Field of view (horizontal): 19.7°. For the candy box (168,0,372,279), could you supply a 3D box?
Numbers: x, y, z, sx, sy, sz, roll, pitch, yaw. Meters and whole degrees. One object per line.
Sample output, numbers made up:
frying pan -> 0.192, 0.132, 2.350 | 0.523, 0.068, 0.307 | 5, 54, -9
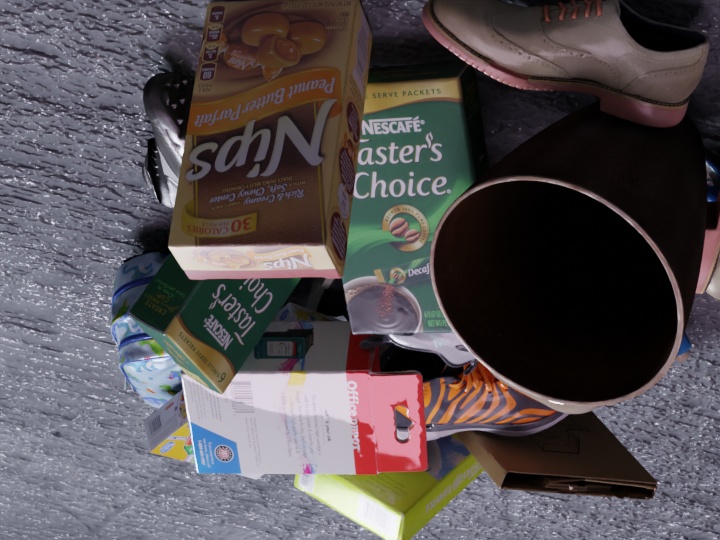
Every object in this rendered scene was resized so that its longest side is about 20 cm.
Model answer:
candy box -> -0.061, -0.094, 1.457 | 0.114, 0.202, 0.055 | -1, 153, 15

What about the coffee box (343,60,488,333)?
coffee box -> 0.037, -0.052, 1.545 | 0.122, 0.044, 0.202 | 0, 111, 21

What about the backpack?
backpack -> -0.148, 0.058, 1.878 | 0.161, 0.155, 0.201 | 0, 138, 16

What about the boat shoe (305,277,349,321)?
boat shoe -> -0.001, 0.002, 1.767 | 0.066, 0.075, 0.200 | 20, 156, -4

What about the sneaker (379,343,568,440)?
sneaker -> 0.103, 0.091, 1.773 | 0.198, 0.078, 0.112 | -14, 149, 3

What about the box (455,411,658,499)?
box -> 0.155, 0.144, 1.879 | 0.162, 0.200, 0.021 | 7, 113, -27

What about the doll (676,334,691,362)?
doll -> 0.227, 0.063, 1.863 | 0.135, 0.049, 0.200 | 11, 154, -8

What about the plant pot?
plant pot -> 0.173, -0.038, 1.482 | 0.185, 0.200, 0.188 | 16, 130, 20

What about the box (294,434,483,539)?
box -> 0.046, 0.162, 1.903 | 0.121, 0.200, 0.048 | 28, 130, 24

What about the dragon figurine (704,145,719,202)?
dragon figurine -> 0.303, -0.053, 1.579 | 0.099, 0.059, 0.201 | -11, 119, 35

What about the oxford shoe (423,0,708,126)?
oxford shoe -> 0.142, -0.164, 1.416 | 0.198, 0.071, 0.074 | 14, 130, -13

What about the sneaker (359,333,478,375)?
sneaker -> 0.029, 0.003, 1.648 | 0.200, 0.078, 0.140 | 43, 122, 11

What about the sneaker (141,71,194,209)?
sneaker -> -0.141, -0.088, 1.643 | 0.090, 0.067, 0.200 | -5, 153, 19

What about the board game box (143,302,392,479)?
board game box -> -0.078, 0.110, 1.832 | 0.134, 0.034, 0.200 | 19, 133, -42

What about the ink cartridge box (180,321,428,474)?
ink cartridge box -> -0.043, 0.106, 1.727 | 0.198, 0.068, 0.117 | 0, 129, 6

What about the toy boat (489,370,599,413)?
toy boat -> 0.180, 0.008, 1.694 | 0.130, 0.131, 0.201 | 27, 131, 21

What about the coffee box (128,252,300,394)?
coffee box -> -0.090, -0.012, 1.637 | 0.044, 0.201, 0.123 | 27, 165, 30

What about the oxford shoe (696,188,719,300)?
oxford shoe -> 0.296, -0.063, 1.502 | 0.073, 0.071, 0.201 | 19, 126, 3
